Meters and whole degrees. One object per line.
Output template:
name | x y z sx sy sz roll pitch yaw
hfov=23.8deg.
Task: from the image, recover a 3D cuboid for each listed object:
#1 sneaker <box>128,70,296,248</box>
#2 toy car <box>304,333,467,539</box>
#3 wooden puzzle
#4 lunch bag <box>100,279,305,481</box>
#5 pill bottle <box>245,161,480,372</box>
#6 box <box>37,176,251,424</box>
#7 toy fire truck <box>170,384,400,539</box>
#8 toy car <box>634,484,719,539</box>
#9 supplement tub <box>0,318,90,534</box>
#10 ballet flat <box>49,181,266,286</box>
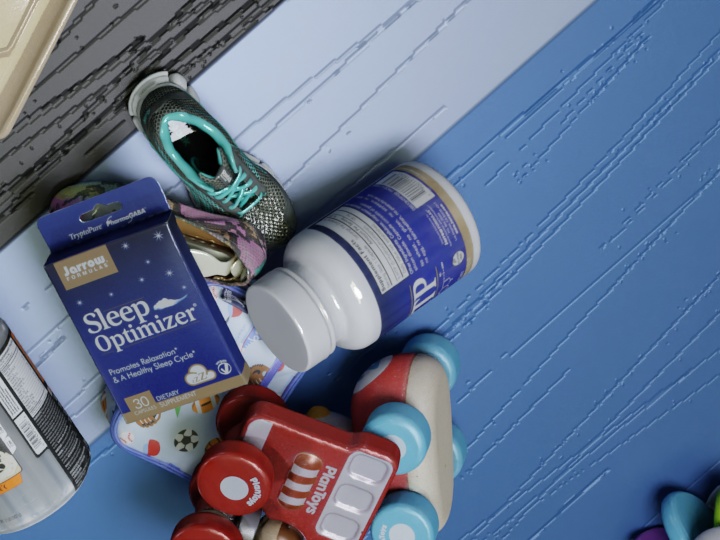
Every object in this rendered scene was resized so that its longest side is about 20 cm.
sneaker | -0.127 -0.084 1.513 0.078 0.091 0.200 -44 115 3
toy car | -0.014 0.164 1.620 0.198 0.185 0.179 0 112 14
wooden puzzle | -0.348 -0.232 1.428 0.199 0.037 0.186 27 100 -18
lunch bag | -0.134 0.095 1.586 0.160 0.076 0.201 30 100 -26
pill bottle | 0.000 0.000 1.533 0.199 0.119 0.121 -35 117 -25
box | -0.189 0.028 1.469 0.120 0.032 0.201 -19 112 14
toy fire truck | -0.070 0.210 1.521 0.167 0.112 0.201 21 120 -4
toy car | 0.357 0.313 1.782 0.148 0.175 0.202 6 112 20
supplement tub | -0.335 0.122 1.508 0.122 0.123 0.201 -31 114 -4
ballet flat | -0.180 -0.029 1.498 0.198 0.071 0.070 14 113 -2
